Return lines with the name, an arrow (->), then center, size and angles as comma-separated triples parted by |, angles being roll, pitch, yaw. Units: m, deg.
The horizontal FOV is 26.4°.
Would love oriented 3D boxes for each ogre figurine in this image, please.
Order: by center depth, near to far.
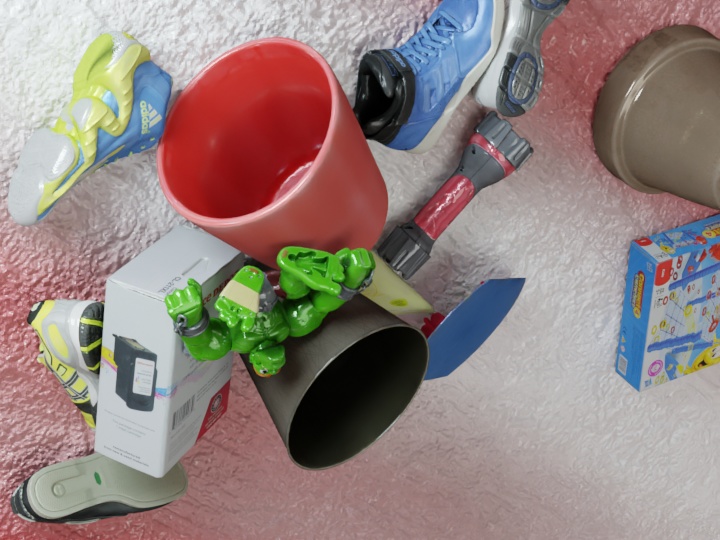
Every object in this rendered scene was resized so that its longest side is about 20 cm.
ogre figurine -> -0.089, 0.034, 1.426 | 0.199, 0.098, 0.120 | -35, 165, -29

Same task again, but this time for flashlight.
flashlight -> 0.100, -0.078, 1.667 | 0.200, 0.068, 0.068 | -48, 134, 2

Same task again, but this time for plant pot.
plant pot -> -0.069, -0.092, 1.474 | 0.200, 0.200, 0.177 | -45, 142, 0
plant pot -> 0.391, -0.156, 1.739 | 0.198, 0.175, 0.203 | -16, 126, -24

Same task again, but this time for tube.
tube -> 0.000, 0.000, 1.657 | 0.052, 0.058, 0.200 | -44, 133, 5

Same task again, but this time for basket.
basket -> -0.052, 0.076, 1.573 | 0.180, 0.200, 0.136 | -46, 136, -1

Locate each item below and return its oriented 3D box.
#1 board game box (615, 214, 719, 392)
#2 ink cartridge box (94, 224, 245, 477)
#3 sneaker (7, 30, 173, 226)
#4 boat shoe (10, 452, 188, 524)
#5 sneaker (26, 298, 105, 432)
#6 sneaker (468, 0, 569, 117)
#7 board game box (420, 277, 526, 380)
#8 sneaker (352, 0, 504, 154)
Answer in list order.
board game box -> 0.429, 0.036, 1.970 | 0.194, 0.056, 0.202 | -17, 127, -24
ink cartridge box -> -0.188, 0.077, 1.524 | 0.146, 0.082, 0.202 | -44, 148, -56
sneaker -> -0.238, -0.115, 1.412 | 0.104, 0.076, 0.201 | 26, 102, -42
boat shoe -> -0.276, 0.231, 1.635 | 0.198, 0.073, 0.067 | -3, 157, -40
sneaker -> -0.277, 0.090, 1.534 | 0.201, 0.075, 0.076 | 87, 22, -50
sneaker -> 0.157, -0.261, 1.584 | 0.074, 0.087, 0.202 | 22, 87, -39
board game box -> 0.109, 0.056, 1.763 | 0.159, 0.039, 0.199 | -52, 160, 18
sneaker -> 0.062, -0.214, 1.545 | 0.110, 0.077, 0.201 | 7, 122, -47
